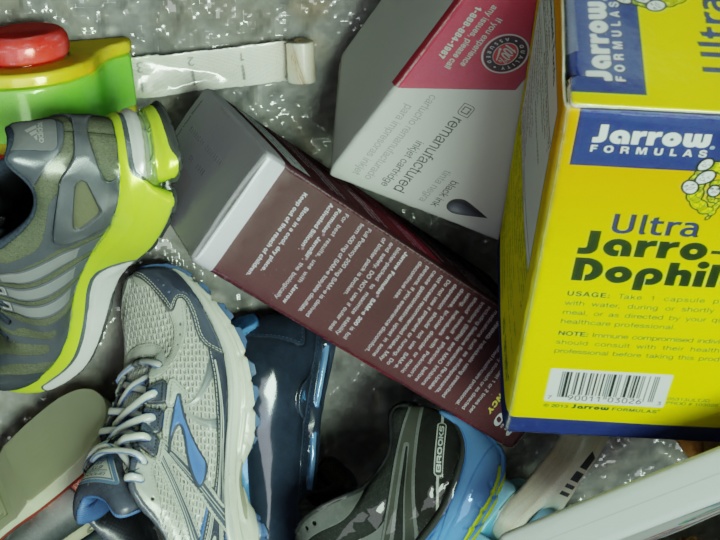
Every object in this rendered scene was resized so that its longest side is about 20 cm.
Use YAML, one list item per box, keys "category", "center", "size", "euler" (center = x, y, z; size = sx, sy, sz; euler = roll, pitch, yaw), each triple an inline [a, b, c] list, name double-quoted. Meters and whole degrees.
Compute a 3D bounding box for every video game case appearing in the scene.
- category: "video game case"
  center: [0.183, 0.088, 0.668]
  size: [0.200, 0.182, 0.024]
  euler: [-26, 74, 24]

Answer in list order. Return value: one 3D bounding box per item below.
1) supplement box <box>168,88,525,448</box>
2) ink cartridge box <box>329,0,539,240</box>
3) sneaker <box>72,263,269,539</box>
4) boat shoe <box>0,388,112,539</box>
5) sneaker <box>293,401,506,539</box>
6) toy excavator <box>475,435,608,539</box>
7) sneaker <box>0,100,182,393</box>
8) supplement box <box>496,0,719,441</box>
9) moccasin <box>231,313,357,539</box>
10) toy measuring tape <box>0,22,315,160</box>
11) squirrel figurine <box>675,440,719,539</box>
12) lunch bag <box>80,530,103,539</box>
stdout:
- category: "supplement box"
  center: [0.000, 0.000, 0.720]
  size: [0.200, 0.109, 0.061]
  euler: [32, 98, -29]
- category: "ink cartridge box"
  center: [0.107, -0.080, 0.699]
  size: [0.200, 0.085, 0.145]
  euler: [20, 139, -19]
- category: "sneaker"
  center: [-0.099, 0.092, 0.736]
  size: [0.085, 0.077, 0.201]
  euler: [-2, 73, -38]
- category: "boat shoe"
  center: [-0.194, 0.142, 0.798]
  size: [0.200, 0.071, 0.063]
  euler: [-38, 137, 5]
- category: "sneaker"
  center: [-0.004, 0.153, 0.756]
  size: [0.083, 0.071, 0.200]
  euler: [35, 98, 18]
- category: "toy excavator"
  center: [0.094, 0.134, 0.808]
  size: [0.200, 0.100, 0.195]
  euler: [-52, 145, -15]
- category: "sneaker"
  center: [-0.156, -0.011, 0.706]
  size: [0.081, 0.074, 0.200]
  euler: [6, 139, -29]
- category: "supplement box"
  center: [0.120, -0.030, 0.605]
  size: [0.109, 0.109, 0.200]
  euler: [3, 141, 0]
- category: "moccasin"
  center: [-0.032, 0.121, 0.803]
  size: [0.068, 0.081, 0.201]
  euler: [-7, 113, -9]
- category: "toy measuring tape"
  center: [-0.119, -0.085, 0.714]
  size: [0.199, 0.074, 0.074]
  euler: [-5, 112, -5]
- category: "squirrel figurine"
  center: [0.232, 0.167, 0.810]
  size: [0.200, 0.141, 0.187]
  euler: [-34, 106, -15]
- category: "lunch bag"
  center: [-0.138, 0.265, 0.829]
  size: [0.170, 0.128, 0.200]
  euler: [-30, 124, 3]
